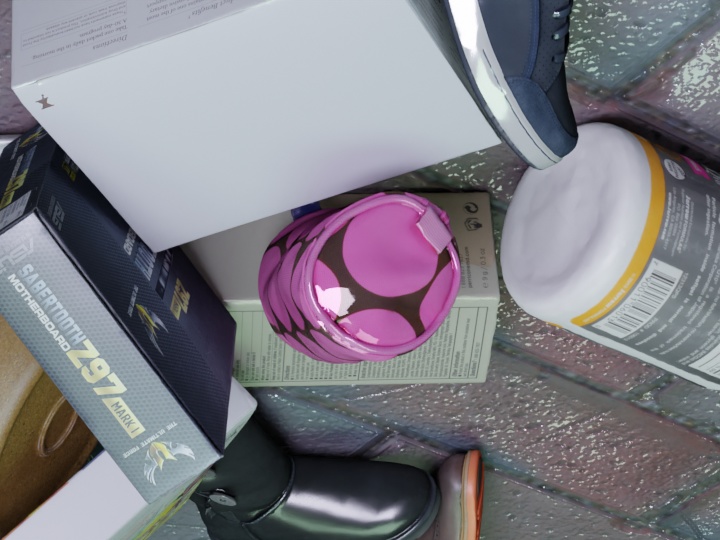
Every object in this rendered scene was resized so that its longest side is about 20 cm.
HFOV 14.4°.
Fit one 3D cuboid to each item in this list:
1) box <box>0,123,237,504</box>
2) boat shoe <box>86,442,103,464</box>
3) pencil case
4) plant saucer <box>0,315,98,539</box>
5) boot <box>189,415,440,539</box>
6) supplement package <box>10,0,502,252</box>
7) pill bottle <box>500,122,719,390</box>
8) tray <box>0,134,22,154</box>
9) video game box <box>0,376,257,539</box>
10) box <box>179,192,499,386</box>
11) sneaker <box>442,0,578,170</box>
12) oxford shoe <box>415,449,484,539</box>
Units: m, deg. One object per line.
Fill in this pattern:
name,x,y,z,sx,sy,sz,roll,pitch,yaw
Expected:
box,-0.129,0.012,1.458,0.051,0.200,0.158,-32,105,10
boat shoe,-0.192,0.151,1.823,0.075,0.062,0.200,0,144,-2
pencil case,0.000,0.000,1.475,0.094,0.091,0.200,-31,-174,-8
plant saucer,-0.180,0.078,1.580,0.035,0.200,0.200,28,147,16
boot,-0.060,0.110,1.773,0.164,0.066,0.200,-10,142,20
supplement package,-0.051,-0.118,1.421,0.199,0.111,0.156,-16,142,18
pill bottle,0.186,0.001,1.606,0.200,0.117,0.116,22,137,-33
tray,-0.194,-0.019,1.620,0.107,0.022,0.200,-2,144,-4
video game box,-0.160,0.152,1.621,0.047,0.200,0.182,45,150,7
box,-0.025,0.012,1.631,0.199,0.078,0.095,0,145,-6
sneaker,0.110,-0.153,1.370,0.146,0.077,0.203,-16,114,12
oxford shoe,0.037,0.184,1.889,0.072,0.071,0.200,13,138,-4
